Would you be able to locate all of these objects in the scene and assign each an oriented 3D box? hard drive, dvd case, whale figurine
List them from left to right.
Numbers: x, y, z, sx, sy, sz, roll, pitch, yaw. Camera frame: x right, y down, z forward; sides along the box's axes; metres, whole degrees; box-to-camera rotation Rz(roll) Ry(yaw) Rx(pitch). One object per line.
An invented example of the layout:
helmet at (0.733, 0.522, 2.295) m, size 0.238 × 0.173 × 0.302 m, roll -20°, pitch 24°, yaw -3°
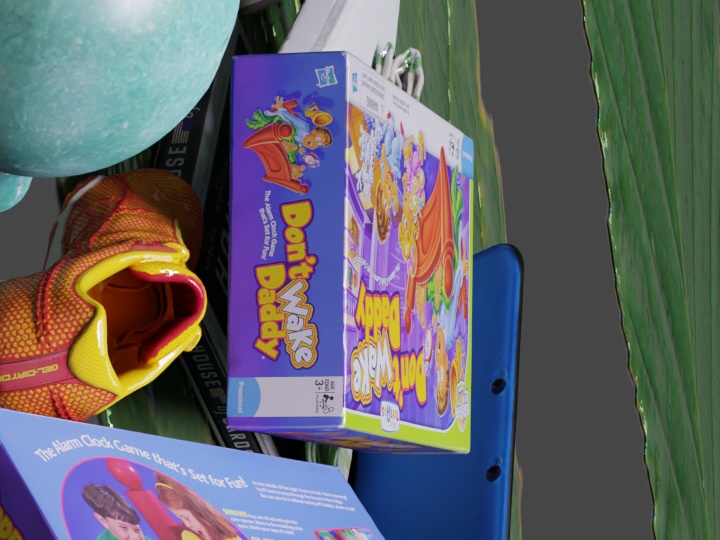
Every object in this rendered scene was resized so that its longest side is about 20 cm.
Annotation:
whale figurine at (-0.089, -0.087, 0.890) m, size 0.200 × 0.103 × 0.160 m, roll 57°, pitch 55°, yaw -83°
dvd case at (-0.051, 0.002, 1.179) m, size 0.201 × 0.025 × 0.151 m, roll 70°, pitch 22°, yaw -48°
hard drive at (-0.013, -0.078, 1.190) m, size 0.200 × 0.026 × 0.133 m, roll -68°, pitch 166°, yaw -58°

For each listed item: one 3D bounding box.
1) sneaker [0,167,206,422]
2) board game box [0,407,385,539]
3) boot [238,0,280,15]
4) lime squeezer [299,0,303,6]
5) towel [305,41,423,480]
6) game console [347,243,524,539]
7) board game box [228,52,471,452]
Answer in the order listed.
sneaker at (-0.085, 0.012, 0.959) m, size 0.200 × 0.077 × 0.074 m, roll -60°, pitch 141°, yaw -66°
board game box at (-0.046, 0.120, 0.887) m, size 0.199 × 0.045 × 0.135 m, roll 16°, pitch 33°, yaw -53°
boot at (-0.043, -0.213, 1.146) m, size 0.154 × 0.073 × 0.204 m, roll 62°, pitch 27°, yaw -21°
lime squeezer at (-0.032, -0.148, 1.257) m, size 0.200 × 0.037 × 0.071 m, roll 63°, pitch 28°, yaw -57°
towel at (0.003, 0.016, 1.224) m, size 0.153 × 0.023 × 0.201 m, roll 89°, pitch 10°, yaw -61°
game console at (0.039, 0.114, 1.304) m, size 0.171 × 0.117 × 0.201 m, roll 61°, pitch 30°, yaw -56°
board game box at (0.000, 0.000, 1.028) m, size 0.200 × 0.044 × 0.136 m, roll 22°, pitch 68°, yaw -73°
